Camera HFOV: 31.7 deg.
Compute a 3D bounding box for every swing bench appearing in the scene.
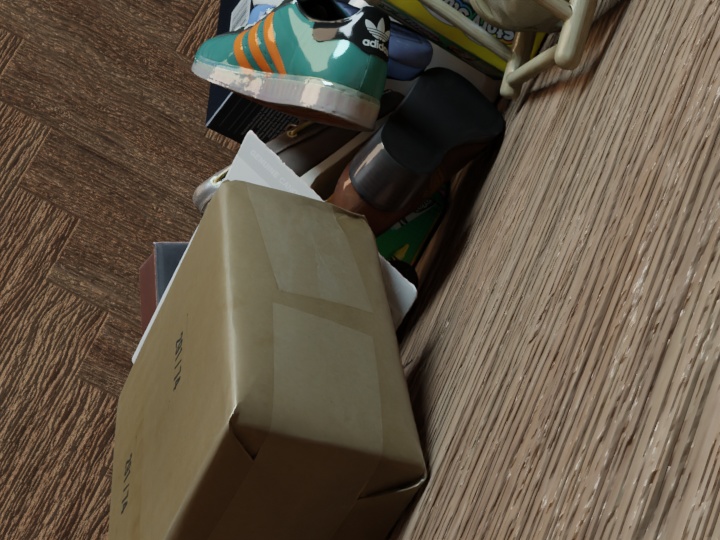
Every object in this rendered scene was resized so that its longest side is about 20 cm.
[{"bbox_3d":[0.111,-0.229,0.770,0.201,0.129,0.199,-57,5,1],"label":"swing bench"}]

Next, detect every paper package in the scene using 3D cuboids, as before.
[{"bbox_3d":[-0.061,0.087,0.683,0.191,0.103,0.201,-60,24,30],"label":"paper package"}]

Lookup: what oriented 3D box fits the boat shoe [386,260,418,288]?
[{"bbox_3d":[-0.013,0.060,0.935,0.063,0.073,0.200,-32,-16,-38],"label":"boat shoe"}]

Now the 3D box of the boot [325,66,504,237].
[{"bbox_3d":[0.007,-0.040,0.897,0.200,0.068,0.189,-48,4,36],"label":"boot"}]

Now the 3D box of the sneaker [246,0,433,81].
[{"bbox_3d":[-0.021,-0.155,0.930,0.199,0.073,0.083,26,100,52],"label":"sneaker"}]

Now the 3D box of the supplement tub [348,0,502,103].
[{"bbox_3d":[0.057,-0.202,1.064,0.141,0.139,0.200,-60,6,27],"label":"supplement tub"}]

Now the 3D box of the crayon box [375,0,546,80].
[{"bbox_3d":[0.066,-0.258,0.902,0.174,0.199,0.058,-61,19,3],"label":"crayon box"}]

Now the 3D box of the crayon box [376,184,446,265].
[{"bbox_3d":[0.000,0.000,1.047,0.201,0.058,0.119,-61,5,20],"label":"crayon box"}]

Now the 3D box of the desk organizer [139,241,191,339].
[{"bbox_3d":[-0.123,0.085,0.948,0.077,0.071,0.202,150,117,-67],"label":"desk organizer"}]

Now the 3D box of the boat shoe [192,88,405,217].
[{"bbox_3d":[-0.035,-0.082,0.912,0.200,0.059,0.072,-41,-13,-33],"label":"boat shoe"}]

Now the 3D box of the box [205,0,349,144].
[{"bbox_3d":[-0.037,-0.192,1.185,0.104,0.181,0.201,-44,32,39],"label":"box"}]

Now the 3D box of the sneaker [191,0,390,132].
[{"bbox_3d":[-0.044,-0.148,0.859,0.199,0.071,0.081,22,93,50],"label":"sneaker"}]

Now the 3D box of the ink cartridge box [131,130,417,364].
[{"bbox_3d":[-0.051,0.036,0.818,0.050,0.161,0.201,-13,-40,-54],"label":"ink cartridge box"}]
